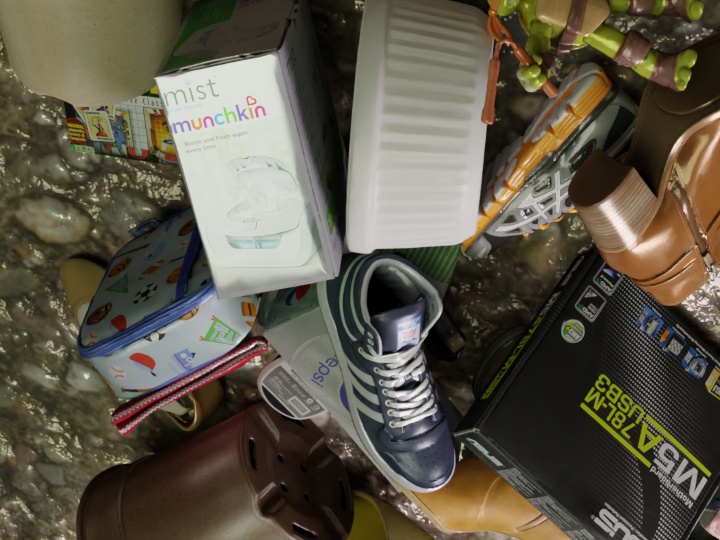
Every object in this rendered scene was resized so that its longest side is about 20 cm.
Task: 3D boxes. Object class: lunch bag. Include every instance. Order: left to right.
[{"bbox_3d":[-0.145,0.009,1.346,0.160,0.200,0.076,-29,116,21],"label":"lunch bag"}]

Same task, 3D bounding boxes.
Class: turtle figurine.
[{"bbox_3d":[0.152,-0.171,1.132,0.161,0.200,0.064,14,156,-6],"label":"turtle figurine"}]

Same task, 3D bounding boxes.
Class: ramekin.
[{"bbox_3d":[0.045,-0.108,1.191,0.094,0.203,0.203,5,127,4],"label":"ramekin"}]

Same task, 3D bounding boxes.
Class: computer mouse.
[{"bbox_3d":[-0.007,0.064,1.407,0.200,0.044,0.110,-29,117,29],"label":"computer mouse"}]

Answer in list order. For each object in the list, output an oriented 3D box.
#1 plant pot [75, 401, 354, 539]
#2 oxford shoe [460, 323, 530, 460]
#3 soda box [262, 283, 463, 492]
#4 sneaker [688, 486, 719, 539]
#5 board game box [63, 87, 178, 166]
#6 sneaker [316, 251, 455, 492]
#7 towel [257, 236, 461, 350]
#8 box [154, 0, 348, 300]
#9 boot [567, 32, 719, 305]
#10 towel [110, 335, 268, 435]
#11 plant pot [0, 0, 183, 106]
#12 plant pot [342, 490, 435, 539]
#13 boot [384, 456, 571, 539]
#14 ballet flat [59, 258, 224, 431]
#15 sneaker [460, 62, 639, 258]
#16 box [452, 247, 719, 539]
[{"bbox_3d":[-0.125,0.230,1.515,0.198,0.200,0.200,-34,107,28],"label":"plant pot"},{"bbox_3d":[0.139,0.130,1.382,0.073,0.084,0.200,-14,133,-18],"label":"oxford shoe"},{"bbox_3d":[0.007,0.090,1.352,0.063,0.068,0.200,-25,117,27],"label":"soda box"},{"bbox_3d":[0.322,0.184,1.356,0.070,0.082,0.200,31,130,-1],"label":"sneaker"},{"bbox_3d":[-0.156,-0.135,1.360,0.200,0.023,0.105,9,125,16],"label":"board game box"},{"bbox_3d":[0.032,0.077,1.234,0.200,0.070,0.108,67,158,-3],"label":"sneaker"},{"bbox_3d":[0.000,0.000,1.393,0.152,0.023,0.200,23,129,4],"label":"towel"},{"bbox_3d":[-0.071,-0.104,1.211,0.096,0.200,0.177,-12,114,8],"label":"box"},{"bbox_3d":[0.255,-0.075,1.202,0.200,0.074,0.155,-41,133,6],"label":"boot"},{"bbox_3d":[-0.145,0.096,1.392,0.144,0.200,0.023,-29,91,-7],"label":"towel"},{"bbox_3d":[-0.205,-0.233,1.218,0.200,0.201,0.184,17,140,10],"label":"plant pot"},{"bbox_3d":[0.027,0.324,1.529,0.142,0.200,0.200,22,134,-27],"label":"plant pot"},{"bbox_3d":[0.120,0.161,1.326,0.201,0.071,0.144,41,92,-12],"label":"boot"},{"bbox_3d":[-0.208,0.070,1.502,0.200,0.063,0.069,43,131,-11],"label":"ballet flat"},{"bbox_3d":[0.146,-0.068,1.253,0.077,0.078,0.200,31,132,-13],"label":"sneaker"},{"bbox_3d":[0.202,0.117,1.290,0.200,0.193,0.048,43,155,-10],"label":"box"}]
